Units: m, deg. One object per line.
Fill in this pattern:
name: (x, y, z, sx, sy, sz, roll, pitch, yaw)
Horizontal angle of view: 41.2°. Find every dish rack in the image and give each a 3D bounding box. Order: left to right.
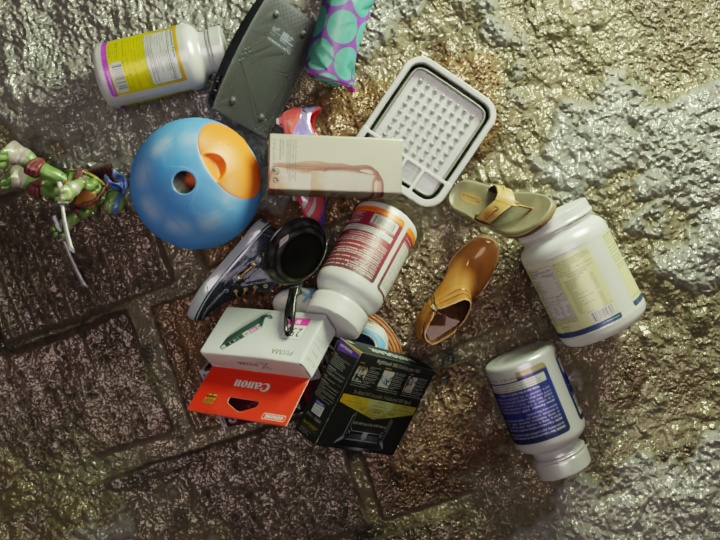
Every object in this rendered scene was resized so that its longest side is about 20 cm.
dish rack: (0.101, -0.220, 1.531, 0.172, 0.044, 0.200, 34, 94, -1)

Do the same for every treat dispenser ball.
treat dispenser ball: (-0.251, -0.132, 1.463, 0.201, 0.201, 0.201, 0, 94, 1)

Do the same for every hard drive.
hard drive: (-0.153, -0.321, 1.491, 0.042, 0.135, 0.200, 28, 92, 41)

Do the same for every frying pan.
frying pan: (-0.086, 0.001, 1.458, 0.115, 0.031, 0.190, -32, 55, 14)

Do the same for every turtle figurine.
turtle figurine: (-0.484, -0.102, 1.497, 0.194, 0.144, 0.200, 27, 90, 3)

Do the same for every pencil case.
pencil case: (-0.023, -0.389, 1.500, 0.092, 0.085, 0.200, 14, 96, -36)

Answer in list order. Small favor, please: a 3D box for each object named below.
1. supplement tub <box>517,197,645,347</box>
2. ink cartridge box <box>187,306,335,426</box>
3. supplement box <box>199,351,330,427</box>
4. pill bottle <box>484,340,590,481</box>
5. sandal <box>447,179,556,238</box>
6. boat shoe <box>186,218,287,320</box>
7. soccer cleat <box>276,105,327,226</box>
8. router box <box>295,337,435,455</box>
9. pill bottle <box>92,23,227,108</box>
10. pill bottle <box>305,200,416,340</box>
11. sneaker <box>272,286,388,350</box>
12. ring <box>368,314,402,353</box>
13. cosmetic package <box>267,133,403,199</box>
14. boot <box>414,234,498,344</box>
supplement tub: (0.339, 0.003, 1.491, 0.145, 0.145, 0.200, -27, 93, 2)
ink cartridge box: (-0.158, 0.139, 1.434, 0.200, 0.174, 0.044, 3, 139, 34)
supplement box: (-0.141, 0.174, 1.513, 0.200, 0.061, 0.109, -15, 106, 20)
pill bottle: (0.287, 0.224, 1.520, 0.120, 0.120, 0.200, -22, 93, 2)
sandal: (0.207, -0.104, 1.476, 0.200, 0.054, 0.080, 23, 77, 43)
boat shoe: (-0.187, 0.019, 1.535, 0.091, 0.071, 0.200, 39, 91, 2)
soccer cleat: (-0.078, -0.164, 1.526, 0.076, 0.067, 0.200, -14, 90, 6)
router box: (0.011, 0.198, 1.474, 0.052, 0.200, 0.157, 31, 97, 40)
pill bottle: (-0.308, -0.324, 1.498, 0.200, 0.104, 0.104, -13, 94, 1)
pill bottle: (0.000, 0.000, 1.477, 0.109, 0.110, 0.200, 30, 66, -1)
sneaker: (-0.048, 0.087, 1.515, 0.200, 0.073, 0.072, 26, 118, -2)
ring: (-0.029, 0.155, 1.570, 0.200, 0.019, 0.201, 0, 94, 0)
cosmetic package: (-0.041, -0.155, 1.451, 0.200, 0.103, 0.087, 1, 89, -5)
boot: (0.158, 0.035, 1.491, 0.074, 0.155, 0.200, 33, 93, -1)
